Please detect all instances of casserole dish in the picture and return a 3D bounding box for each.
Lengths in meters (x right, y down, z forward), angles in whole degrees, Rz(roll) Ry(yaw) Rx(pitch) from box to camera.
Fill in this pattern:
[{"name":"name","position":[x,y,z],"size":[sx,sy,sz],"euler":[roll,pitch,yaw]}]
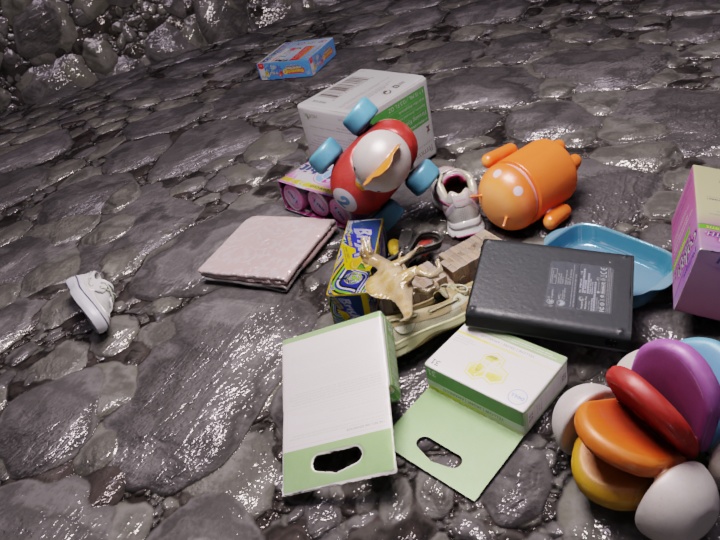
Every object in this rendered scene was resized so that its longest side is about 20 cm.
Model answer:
[{"name":"casserole dish","position":[0.347,-0.006,0.894],"size":[0.120,0.039,0.199],"euler":[-31,37,-22]}]

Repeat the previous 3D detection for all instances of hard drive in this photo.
[{"name":"hard drive","position":[0.244,0.025,0.813],"size":[0.196,0.033,0.141],"euler":[8,49,18]}]

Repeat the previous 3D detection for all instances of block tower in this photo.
[{"name":"block tower","position":[0.126,0.013,0.937],"size":[0.198,0.059,0.054],"euler":[-29,36,-16]}]

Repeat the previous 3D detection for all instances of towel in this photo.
[{"name":"towel","position":[-0.165,-0.038,1.139],"size":[0.197,0.033,0.192],"euler":[6,40,28]}]

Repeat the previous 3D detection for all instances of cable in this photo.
[{"name":"cable","position":[0.075,-0.017,0.976],"size":[0.095,0.051,0.201],"euler":[1,25,14]}]

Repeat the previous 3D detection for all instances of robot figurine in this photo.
[{"name":"robot figurine","position":[0.277,-0.140,1.042],"size":[0.198,0.146,0.116],"euler":[-31,15,-24]}]

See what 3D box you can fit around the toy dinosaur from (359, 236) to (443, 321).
[{"name":"toy dinosaur","position":[0.057,0.019,0.835],"size":[0.099,0.059,0.201],"euler":[-16,35,-10]}]

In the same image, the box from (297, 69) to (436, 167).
[{"name":"box","position":[0.016,-0.291,1.303],"size":[0.198,0.174,0.198],"euler":[23,49,41]}]

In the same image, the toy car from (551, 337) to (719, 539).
[{"name":"toy car","position":[0.292,0.138,0.610],"size":[0.197,0.152,0.175],"euler":[-25,35,-15]}]

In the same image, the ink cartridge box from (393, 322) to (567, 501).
[{"name":"ink cartridge box","position":[0.133,0.152,0.745],"size":[0.144,0.049,0.199],"euler":[21,45,40]}]

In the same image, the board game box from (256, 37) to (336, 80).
[{"name":"board game box","position":[-0.205,-0.690,2.056],"size":[0.192,0.057,0.201],"euler":[4,39,25]}]

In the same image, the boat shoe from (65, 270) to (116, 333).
[{"name":"boat shoe","position":[-0.463,0.041,1.101],"size":[0.066,0.074,0.199],"euler":[-33,37,-21]}]

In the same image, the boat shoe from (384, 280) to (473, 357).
[{"name":"boat shoe","position":[0.097,0.052,0.865],"size":[0.198,0.064,0.073],"euler":[-27,5,-10]}]

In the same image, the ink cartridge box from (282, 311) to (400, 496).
[{"name":"ink cartridge box","position":[-0.024,0.162,0.760],"size":[0.143,0.048,0.203],"euler":[-17,54,16]}]

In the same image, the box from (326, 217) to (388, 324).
[{"name":"box","position":[0.000,0.000,0.988],"size":[0.063,0.071,0.202],"euler":[-4,36,12]}]

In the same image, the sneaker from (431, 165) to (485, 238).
[{"name":"sneaker","position":[0.169,-0.144,1.111],"size":[0.080,0.089,0.201],"euler":[-14,34,0]}]

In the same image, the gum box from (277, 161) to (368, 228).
[{"name":"gum box","position":[-0.052,-0.154,1.228],"size":[0.198,0.067,0.113],"euler":[21,47,41]}]

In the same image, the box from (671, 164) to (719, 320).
[{"name":"box","position":[0.493,-0.027,0.785],"size":[0.173,0.098,0.201],"euler":[13,41,15]}]

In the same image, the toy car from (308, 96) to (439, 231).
[{"name":"toy car","position":[0.021,-0.163,1.021],"size":[0.177,0.184,0.200],"euler":[-46,7,11]}]
